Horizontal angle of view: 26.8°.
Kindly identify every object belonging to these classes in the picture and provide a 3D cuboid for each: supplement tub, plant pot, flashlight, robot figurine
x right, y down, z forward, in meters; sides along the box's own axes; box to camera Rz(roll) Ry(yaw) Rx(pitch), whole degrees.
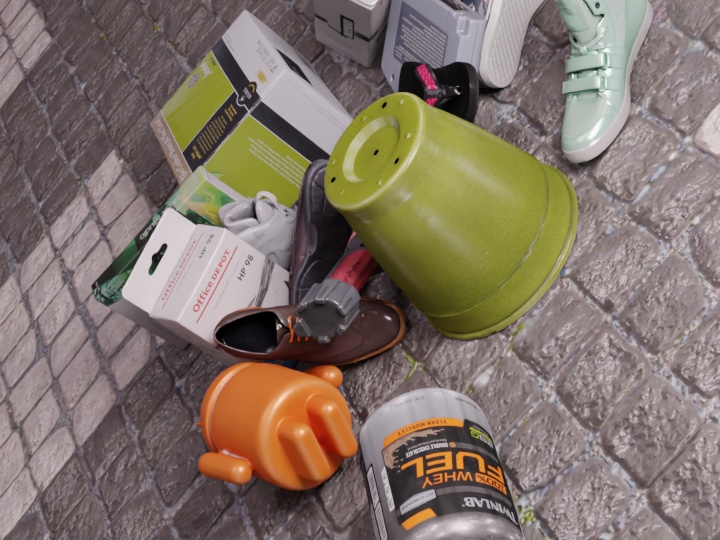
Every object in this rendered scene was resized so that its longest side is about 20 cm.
[{"bbox_3d":[0.070,0.208,1.282,0.122,0.122,0.201,-40,37,20],"label":"supplement tub"},{"bbox_3d":[0.072,-0.066,1.454,0.200,0.193,0.201,-31,41,31],"label":"plant pot"},{"bbox_3d":[0.000,0.000,1.527,0.200,0.067,0.068,-55,-23,-56],"label":"flashlight"},{"bbox_3d":[-0.086,0.154,1.530,0.199,0.116,0.145,10,81,53],"label":"robot figurine"}]

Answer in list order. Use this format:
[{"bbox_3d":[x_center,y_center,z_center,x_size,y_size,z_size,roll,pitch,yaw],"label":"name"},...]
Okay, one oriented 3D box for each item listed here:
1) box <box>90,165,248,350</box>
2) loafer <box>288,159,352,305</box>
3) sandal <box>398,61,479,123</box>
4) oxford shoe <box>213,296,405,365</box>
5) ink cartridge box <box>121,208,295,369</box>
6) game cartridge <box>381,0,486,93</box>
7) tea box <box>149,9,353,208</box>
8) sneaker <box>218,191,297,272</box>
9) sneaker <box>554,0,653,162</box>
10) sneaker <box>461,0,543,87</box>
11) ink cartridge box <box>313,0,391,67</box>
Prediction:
[{"bbox_3d":[-0.201,-0.011,1.787,0.200,0.144,0.036,-47,39,11],"label":"box"},{"bbox_3d":[-0.043,-0.021,1.632,0.063,0.071,0.202,-153,66,-69],"label":"loafer"},{"bbox_3d":[0.069,-0.182,1.569,0.200,0.045,0.076,-155,68,-66],"label":"sandal"},{"bbox_3d":[-0.053,0.065,1.544,0.198,0.073,0.072,-7,89,12],"label":"oxford shoe"},{"bbox_3d":[-0.146,0.030,1.632,0.067,0.200,0.116,10,69,53],"label":"ink cartridge box"},{"bbox_3d":[0.078,-0.237,1.654,0.200,0.041,0.134,-129,39,-57],"label":"game cartridge"},{"bbox_3d":[-0.136,-0.179,1.862,0.197,0.133,0.200,-46,34,10],"label":"tea box"},{"bbox_3d":[-0.136,-0.010,1.731,0.200,0.115,0.075,-40,36,21],"label":"sneaker"},{"bbox_3d":[0.213,-0.212,1.475,0.073,0.118,0.202,-5,58,47],"label":"sneaker"},{"bbox_3d":[0.150,-0.295,1.661,0.079,0.078,0.201,7,68,47],"label":"sneaker"},{"bbox_3d":[0.012,-0.349,1.781,0.147,0.084,0.200,-61,-6,-11],"label":"ink cartridge box"}]
